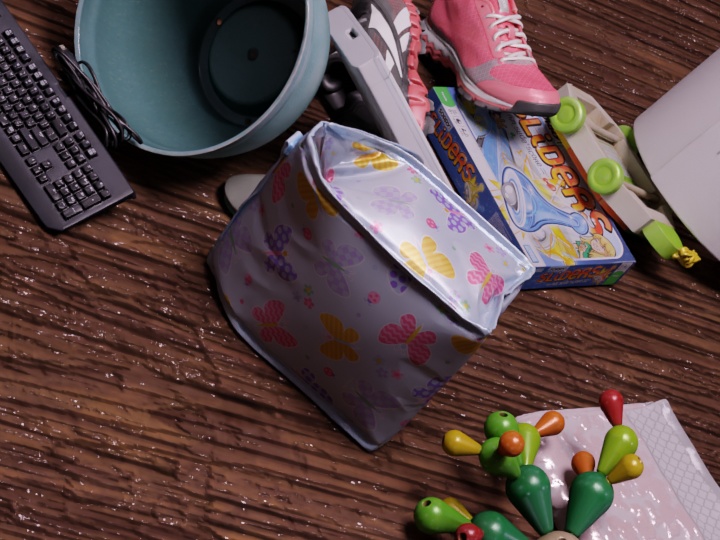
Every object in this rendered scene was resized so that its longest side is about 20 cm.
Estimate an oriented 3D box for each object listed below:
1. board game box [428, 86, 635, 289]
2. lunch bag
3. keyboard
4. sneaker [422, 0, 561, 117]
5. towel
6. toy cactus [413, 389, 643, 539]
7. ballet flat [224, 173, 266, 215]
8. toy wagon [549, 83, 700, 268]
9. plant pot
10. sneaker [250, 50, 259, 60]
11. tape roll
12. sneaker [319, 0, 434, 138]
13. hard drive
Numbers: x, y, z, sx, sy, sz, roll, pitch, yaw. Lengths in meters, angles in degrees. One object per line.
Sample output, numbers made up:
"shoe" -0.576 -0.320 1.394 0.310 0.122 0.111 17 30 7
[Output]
"board game box" 0.146 -0.075 1.773 0.135 0.035 0.201 -3 55 -41
"lunch bag" 0.000 0.000 1.472 0.200 0.170 0.127 39 40 -1
"keyboard" -0.237 -0.129 1.482 0.104 0.040 0.201 -28 73 -29
"sneaker" 0.116 -0.205 1.784 0.073 0.087 0.200 1 30 -34
"towel" 0.227 0.194 1.589 0.190 0.032 0.201 -4 56 -42
"toy cactus" 0.141 0.178 1.477 0.199 0.102 0.166 -17 84 -37
"ballet flat" -0.012 -0.036 1.582 0.199 0.064 0.068 30 39 -13
"toy wagon" 0.241 -0.081 1.822 0.155 0.039 0.201 14 43 -61
"plant pot" -0.104 -0.178 1.560 0.201 0.200 0.134 56 15 19
"sneaker" -0.068 -0.240 1.718 0.075 0.081 0.201 21 41 -21
"tape roll" 0.372 -0.108 1.872 0.202 0.139 0.203 39 26 -24
"sneaker" 0.006 -0.186 1.733 0.097 0.071 0.202 20 44 -27
"hard drive" 0.035 -0.106 1.598 0.201 0.027 0.132 61 0 -28
